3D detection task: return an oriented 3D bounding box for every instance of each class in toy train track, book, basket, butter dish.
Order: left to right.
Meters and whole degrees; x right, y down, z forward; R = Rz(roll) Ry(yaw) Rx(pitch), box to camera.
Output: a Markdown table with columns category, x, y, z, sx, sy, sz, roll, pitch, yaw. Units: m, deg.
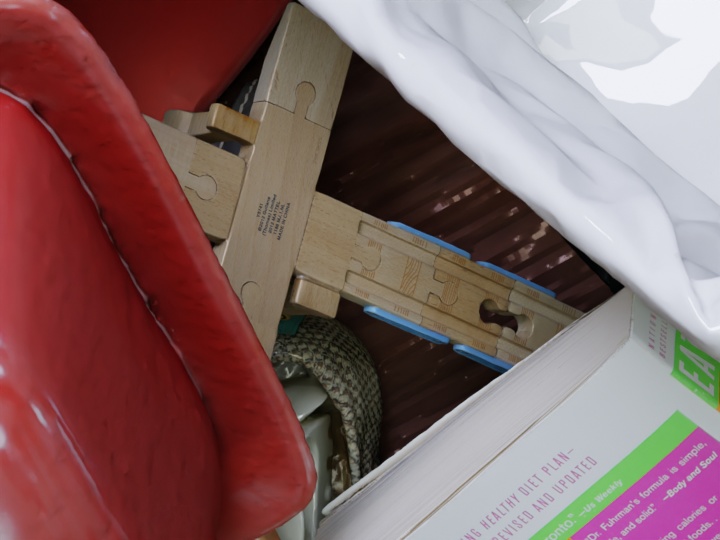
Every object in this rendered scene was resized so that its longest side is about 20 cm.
| category | x | y | z | sx | sy | sz | roll | pitch | yaw |
| --- | --- | --- | --- | --- | --- | --- | --- | --- | --- |
| butter dish | -0.120 | 0.064 | 0.657 | 0.199 | 0.148 | 0.200 | -19 | 133 | 7 |
| toy train track | 0.000 | 0.000 | 0.797 | 0.200 | 0.032 | 0.115 | 23 | 75 | -33 |
| book | 0.102 | 0.104 | 0.778 | 0.200 | 0.048 | 0.134 | 38 | 124 | -19 |
| basket | 0.109 | -0.090 | 0.695 | 0.198 | 0.161 | 0.200 | -49 | 60 | 5 |

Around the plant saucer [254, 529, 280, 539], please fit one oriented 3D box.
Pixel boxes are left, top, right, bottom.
| category | x | y | z | sx | sy | sz | roll | pitch | yaw |
| --- | --- | --- | --- | --- | --- | --- | --- | --- | --- |
| plant saucer | -0.112 | 0.119 | 0.785 | 0.199 | 0.032 | 0.201 | 1 | 99 | 4 |

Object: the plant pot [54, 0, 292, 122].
| category | x | y | z | sx | sy | sz | roll | pitch | yaw |
| --- | --- | --- | --- | --- | --- | --- | --- | --- | --- |
| plant pot | -0.127 | -0.114 | 0.771 | 0.177 | 0.200 | 0.201 | 43 | 98 | 11 |

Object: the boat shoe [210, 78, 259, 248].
| category | x | y | z | sx | sy | sz | roll | pitch | yaw |
| --- | --- | --- | --- | --- | --- | --- | --- | --- | --- |
| boat shoe | -0.076 | 0.028 | 0.833 | 0.057 | 0.067 | 0.201 | 25 | 100 | -2 |

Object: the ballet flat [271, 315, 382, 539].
| category | x | y | z | sx | sy | sz | roll | pitch | yaw |
| --- | --- | --- | --- | --- | --- | --- | --- | --- | --- |
| ballet flat | -0.025 | 0.112 | 0.831 | 0.068 | 0.075 | 0.201 | 2 | 96 | 7 |

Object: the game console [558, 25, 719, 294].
| category | x | y | z | sx | sy | sz | roll | pitch | yaw |
| --- | --- | --- | --- | --- | --- | --- | --- | --- | --- |
| game console | 0.148 | -0.064 | 0.827 | 0.200 | 0.116 | 0.176 | -45 | 60 | 7 |
